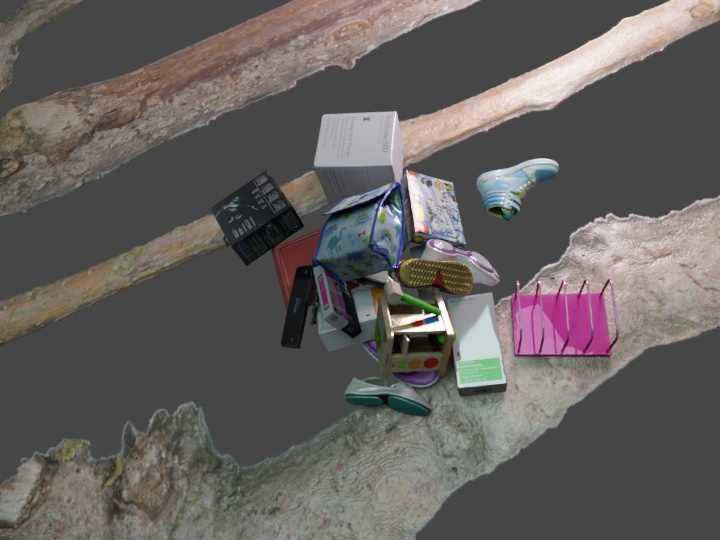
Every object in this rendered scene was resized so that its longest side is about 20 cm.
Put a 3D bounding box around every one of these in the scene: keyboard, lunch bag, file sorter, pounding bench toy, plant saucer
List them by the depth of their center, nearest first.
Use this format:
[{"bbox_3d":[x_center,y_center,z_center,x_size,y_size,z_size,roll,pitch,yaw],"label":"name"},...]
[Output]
[{"bbox_3d":[0.120,0.110,1.137,0.153,0.202,0.125,-1,40,-7],"label":"pounding bench toy"},{"bbox_3d":[0.427,0.095,1.155,0.197,0.126,0.141,-2,65,12],"label":"file sorter"},{"bbox_3d":[0.004,-0.095,1.200,0.168,0.127,0.202,-12,49,37],"label":"lunch bag"},{"bbox_3d":[-0.132,0.084,1.293,0.126,0.020,0.203,-4,72,49],"label":"keyboard"},{"bbox_3d":[-0.123,-0.017,1.391,0.197,0.037,0.202,-21,62,3],"label":"plant saucer"}]

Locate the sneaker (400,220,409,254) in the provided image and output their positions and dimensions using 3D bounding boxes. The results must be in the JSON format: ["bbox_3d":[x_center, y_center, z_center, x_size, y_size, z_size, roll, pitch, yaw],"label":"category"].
[{"bbox_3d":[0.093,-0.075,1.329,0.197,0.074,0.083,-11,91,-27],"label":"sneaker"}]

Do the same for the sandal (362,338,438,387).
[{"bbox_3d":[0.083,0.197,1.231,0.201,0.050,0.083,26,74,24],"label":"sandal"}]

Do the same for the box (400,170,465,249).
[{"bbox_3d":[0.172,-0.144,1.323,0.135,0.040,0.202,12,51,-20],"label":"box"}]

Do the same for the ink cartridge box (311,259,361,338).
[{"bbox_3d":[-0.056,0.053,1.218,0.037,0.094,0.201,-39,39,16],"label":"ink cartridge box"}]

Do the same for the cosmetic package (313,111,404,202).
[{"bbox_3d":[0.002,-0.290,1.416,0.197,0.167,0.170,1,65,13],"label":"cosmetic package"}]

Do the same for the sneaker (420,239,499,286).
[{"bbox_3d":[0.226,-0.001,1.268,0.198,0.100,0.075,22,28,-10],"label":"sneaker"}]

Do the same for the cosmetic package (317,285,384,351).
[{"bbox_3d":[0.003,0.105,1.267,0.197,0.072,0.102,-17,43,6],"label":"cosmetic package"}]

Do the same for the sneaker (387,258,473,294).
[{"bbox_3d":[0.155,0.010,1.199,0.090,0.198,0.076,3,83,61],"label":"sneaker"}]

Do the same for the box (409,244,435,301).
[{"bbox_3d":[0.153,0.037,1.297,0.041,0.039,0.203,-12,63,6],"label":"box"}]

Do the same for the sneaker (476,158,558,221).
[{"bbox_3d":[0.389,-0.187,1.327,0.197,0.080,0.132,-14,60,17],"label":"sneaker"}]

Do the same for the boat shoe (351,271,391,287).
[{"bbox_3d":[0.000,0.000,1.293,0.198,0.061,0.075,27,44,31],"label":"boat shoe"}]

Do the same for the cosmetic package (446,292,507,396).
[{"bbox_3d":[0.251,0.161,1.190,0.106,0.085,0.203,-10,65,10],"label":"cosmetic package"}]

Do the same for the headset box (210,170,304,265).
[{"bbox_3d":[-0.278,-0.135,1.436,0.199,0.093,0.175,-35,52,-5],"label":"headset box"}]

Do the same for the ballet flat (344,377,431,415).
[{"bbox_3d":[0.062,0.268,1.200,0.197,0.070,0.070,4,66,17],"label":"ballet flat"}]
